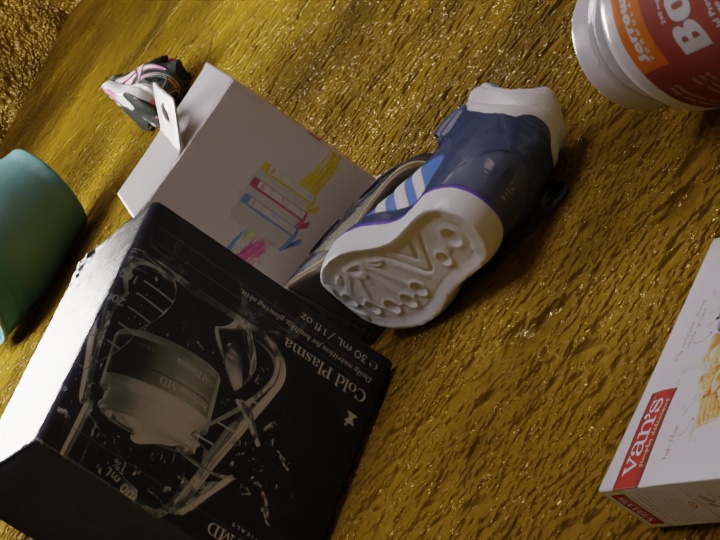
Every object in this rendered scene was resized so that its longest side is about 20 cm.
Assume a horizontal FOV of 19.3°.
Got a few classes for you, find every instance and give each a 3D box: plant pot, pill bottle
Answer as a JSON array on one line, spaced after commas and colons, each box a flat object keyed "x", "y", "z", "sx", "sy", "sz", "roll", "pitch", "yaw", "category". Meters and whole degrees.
[{"x": -0.451, "y": -0.043, "z": 2.652, "sx": 0.188, "sy": 0.200, "sz": 0.200, "roll": -46, "pitch": 12, "yaw": -22, "category": "plant pot"}, {"x": 0.197, "y": -0.147, "z": 1.117, "sx": 0.112, "sy": 0.112, "sz": 0.200, "roll": -62, "pitch": 17, "yaw": -21, "category": "pill bottle"}]

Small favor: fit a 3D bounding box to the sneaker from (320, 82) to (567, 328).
[{"x": 0.063, "y": -0.050, "z": 1.391, "sx": 0.147, "sy": 0.081, "sz": 0.200, "roll": -56, "pitch": 11, "yaw": -30, "category": "sneaker"}]

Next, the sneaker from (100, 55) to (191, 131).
[{"x": -0.258, "y": -0.229, "z": 2.669, "sx": 0.086, "sy": 0.080, "sz": 0.200, "roll": -46, "pitch": 23, "yaw": -10, "category": "sneaker"}]

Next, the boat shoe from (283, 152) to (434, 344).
[{"x": 0.000, "y": 0.000, "z": 1.487, "sx": 0.200, "sy": 0.073, "sz": 0.065, "roll": -46, "pitch": 8, "yaw": 20, "category": "boat shoe"}]

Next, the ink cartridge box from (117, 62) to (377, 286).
[{"x": -0.081, "y": -0.057, "z": 1.575, "sx": 0.125, "sy": 0.200, "sz": 0.129, "roll": -55, "pitch": 16, "yaw": 1, "category": "ink cartridge box"}]

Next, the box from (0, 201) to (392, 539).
[{"x": -0.114, "y": 0.101, "z": 1.366, "sx": 0.124, "sy": 0.200, "sz": 0.197, "roll": -33, "pitch": 28, "yaw": 51, "category": "box"}]

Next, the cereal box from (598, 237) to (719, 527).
[{"x": 0.191, "y": 0.037, "z": 0.905, "sx": 0.144, "sy": 0.040, "sz": 0.200, "roll": -62, "pitch": 17, "yaw": -20, "category": "cereal box"}]
